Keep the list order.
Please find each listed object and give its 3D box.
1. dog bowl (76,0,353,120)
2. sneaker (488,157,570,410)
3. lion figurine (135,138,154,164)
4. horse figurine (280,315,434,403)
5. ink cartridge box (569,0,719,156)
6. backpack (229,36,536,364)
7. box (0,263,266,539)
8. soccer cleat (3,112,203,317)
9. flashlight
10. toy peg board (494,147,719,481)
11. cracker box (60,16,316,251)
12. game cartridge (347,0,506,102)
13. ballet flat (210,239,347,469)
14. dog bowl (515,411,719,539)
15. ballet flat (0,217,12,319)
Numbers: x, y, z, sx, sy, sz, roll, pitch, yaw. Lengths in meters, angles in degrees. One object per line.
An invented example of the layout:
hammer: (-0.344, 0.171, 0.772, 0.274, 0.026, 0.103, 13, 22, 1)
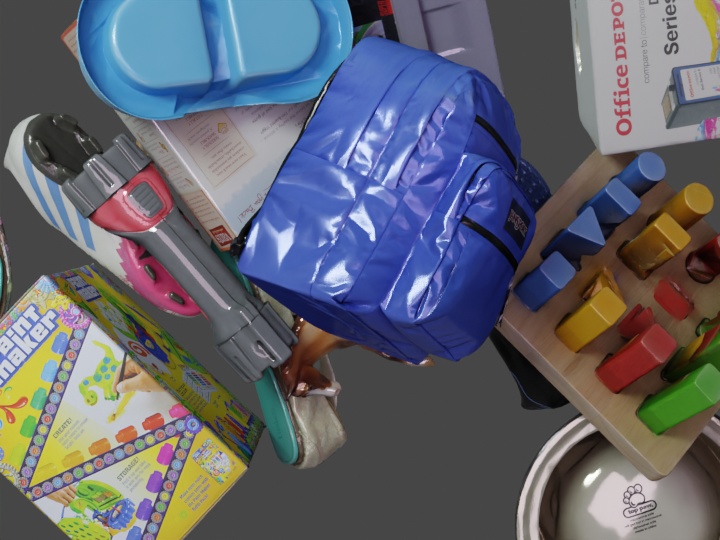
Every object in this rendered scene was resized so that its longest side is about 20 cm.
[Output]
dog bowl: (-0.105, -0.162, 1.051, 0.199, 0.050, 0.112, -11, 90, -24)
sneaker: (0.123, 0.011, 1.173, 0.070, 0.078, 0.201, -3, 68, -30)
lion figurine: (-0.111, -0.116, 1.172, 0.199, 0.072, 0.123, 28, 82, -16)
horse figurine: (0.000, 0.000, 1.164, 0.132, 0.050, 0.201, 1, 90, -18)
ink cartridge box: (0.264, -0.178, 1.138, 0.199, 0.088, 0.146, -7, 111, 2)
backpack: (0.038, -0.048, 1.053, 0.167, 0.163, 0.201, 19, 79, 23)
box: (-0.183, 0.105, 1.106, 0.193, 0.200, 0.122, 44, 92, -1)
soccer cleat: (-0.194, -0.040, 1.171, 0.200, 0.086, 0.070, 48, 57, -13)
flashlight: (-0.131, -0.006, 1.105, 0.068, 0.068, 0.200, -36, 100, 23)
toy peg board: (0.220, 0.008, 1.109, 0.199, 0.098, 0.200, 45, 59, 1)
cracker box: (-0.104, -0.133, 1.108, 0.134, 0.058, 0.200, -40, 101, -22)
game cartridge: (0.035, -0.176, 1.137, 0.129, 0.038, 0.201, -18, 121, -4)
ballet flat: (-0.062, 0.056, 1.184, 0.062, 0.067, 0.201, -20, 96, -29)
dog bowl: (0.217, 0.193, 1.178, 0.199, 0.074, 0.201, 0, 92, 0)
ballet flat: (-0.303, -0.021, 1.163, 0.069, 0.071, 0.201, -5, 87, -4)
